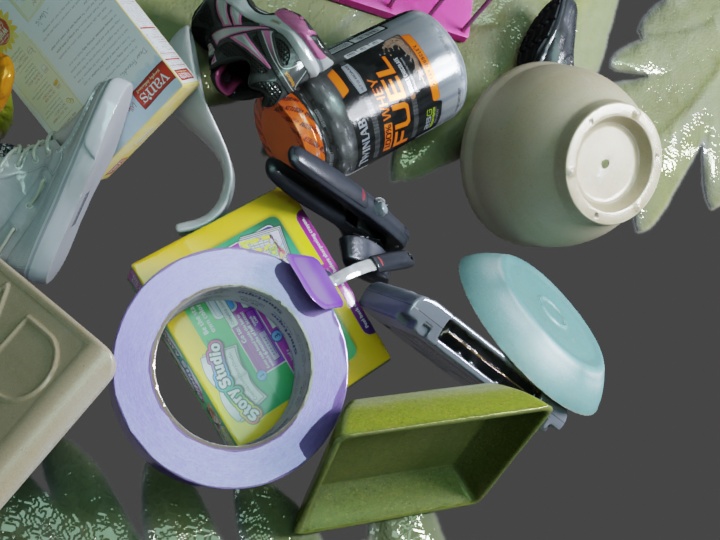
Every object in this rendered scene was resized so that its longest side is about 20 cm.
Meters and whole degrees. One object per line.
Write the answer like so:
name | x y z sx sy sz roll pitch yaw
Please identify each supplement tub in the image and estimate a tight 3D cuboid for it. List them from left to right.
supplement tub | 0.000 -0.173 0.908 0.199 0.122 0.123 -32 88 -23

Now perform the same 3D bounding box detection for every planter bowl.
planter bowl | 0.223 -0.114 0.926 0.199 0.135 0.202 -5 103 -24

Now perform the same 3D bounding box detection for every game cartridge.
game cartridge | 0.094 0.080 0.863 0.200 0.133 0.042 38 86 -21

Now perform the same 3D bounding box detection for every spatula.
spatula | 0.000 0.000 0.831 0.199 0.021 0.057 -14 69 -54

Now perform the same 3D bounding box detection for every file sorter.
file sorter | 0.056 -0.366 0.976 0.198 0.125 0.140 13 72 -15

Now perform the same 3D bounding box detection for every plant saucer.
plant saucer | 0.045 0.164 0.812 0.198 0.200 0.048 -4 54 -20
plant saucer | 0.180 0.051 0.890 0.200 0.036 0.200 37 24 -20

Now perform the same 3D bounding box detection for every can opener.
can opener | -0.015 -0.061 0.863 0.200 0.063 0.079 43 28 -47

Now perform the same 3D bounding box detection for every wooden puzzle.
wooden puzzle | -0.316 0.095 0.731 0.199 0.046 0.186 33 75 25

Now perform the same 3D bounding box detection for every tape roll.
tape roll | -0.113 0.085 0.771 0.198 0.066 0.202 4 77 -17

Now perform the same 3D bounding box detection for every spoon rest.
spoon rest | -0.155 -0.136 0.867 0.060 0.099 0.202 -4 87 -5

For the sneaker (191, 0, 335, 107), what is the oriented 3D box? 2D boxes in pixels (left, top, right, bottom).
sneaker | -0.117 -0.208 0.847 0.086 0.200 0.080 -46 128 -13

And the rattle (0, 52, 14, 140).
rattle | -0.402 -0.169 0.762 0.199 0.143 0.131 34 85 -15

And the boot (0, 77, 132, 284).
boot | -0.279 -0.092 0.781 0.095 0.074 0.201 27 101 -7

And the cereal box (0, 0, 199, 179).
cereal box | -0.260 -0.202 0.824 0.200 0.144 0.040 52 23 -2

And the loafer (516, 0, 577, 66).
loafer | 0.216 -0.219 1.028 0.070 0.068 0.202 22 75 -21

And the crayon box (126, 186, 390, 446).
crayon box | -0.096 0.046 0.853 0.172 0.058 0.201 -30 88 -22
